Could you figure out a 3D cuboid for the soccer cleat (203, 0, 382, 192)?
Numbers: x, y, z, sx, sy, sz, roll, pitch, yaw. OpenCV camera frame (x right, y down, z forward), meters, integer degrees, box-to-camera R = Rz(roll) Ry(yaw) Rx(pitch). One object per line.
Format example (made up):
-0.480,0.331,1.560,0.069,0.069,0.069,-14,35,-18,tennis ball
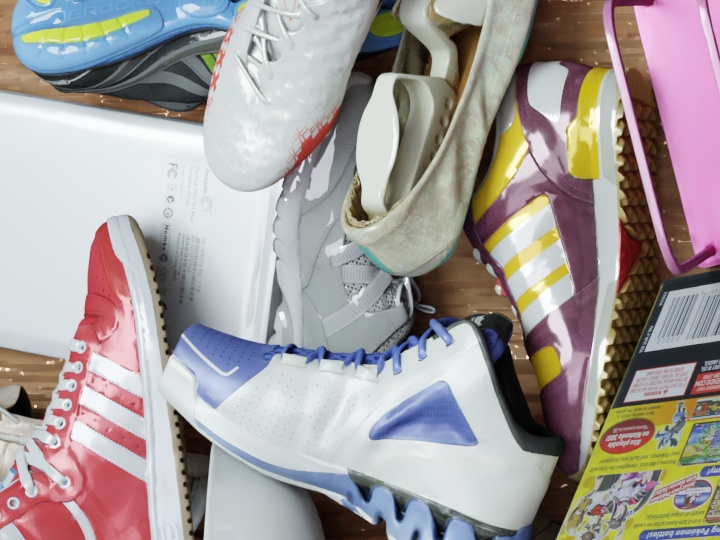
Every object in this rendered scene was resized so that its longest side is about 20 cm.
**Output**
-0.021,-0.130,1.238,0.068,0.085,0.201,32,96,13,soccer cleat

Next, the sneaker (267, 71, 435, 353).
0.000,0.000,1.329,0.081,0.075,0.201,8,109,8,sneaker

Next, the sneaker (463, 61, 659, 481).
0.093,0.000,1.298,0.090,0.075,0.202,4,91,26,sneaker

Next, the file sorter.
0.223,-0.085,1.214,0.199,0.125,0.140,-14,92,18,file sorter

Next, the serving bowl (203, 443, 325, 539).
-0.046,0.185,1.300,0.065,0.200,0.202,4,98,-1,serving bowl

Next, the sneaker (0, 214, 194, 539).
-0.145,0.077,1.325,0.112,0.071,0.202,-7,84,-3,sneaker

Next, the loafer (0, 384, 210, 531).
-0.171,0.091,1.394,0.199,0.072,0.063,23,86,7,loafer

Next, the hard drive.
-0.134,-0.018,1.384,0.199,0.026,0.133,10,99,16,hard drive

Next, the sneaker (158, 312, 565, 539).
0.015,0.059,1.270,0.199,0.081,0.116,28,97,10,sneaker

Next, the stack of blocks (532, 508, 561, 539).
0.104,0.218,1.319,0.200,0.059,0.115,44,107,8,stack of blocks

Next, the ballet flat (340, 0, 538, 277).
0.038,-0.097,1.268,0.067,0.062,0.201,2,72,43,ballet flat

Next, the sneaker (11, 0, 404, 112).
-0.073,-0.124,1.334,0.198,0.083,0.071,-7,72,3,sneaker

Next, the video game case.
0.174,0.072,1.175,0.025,0.181,0.199,38,153,-25,video game case
